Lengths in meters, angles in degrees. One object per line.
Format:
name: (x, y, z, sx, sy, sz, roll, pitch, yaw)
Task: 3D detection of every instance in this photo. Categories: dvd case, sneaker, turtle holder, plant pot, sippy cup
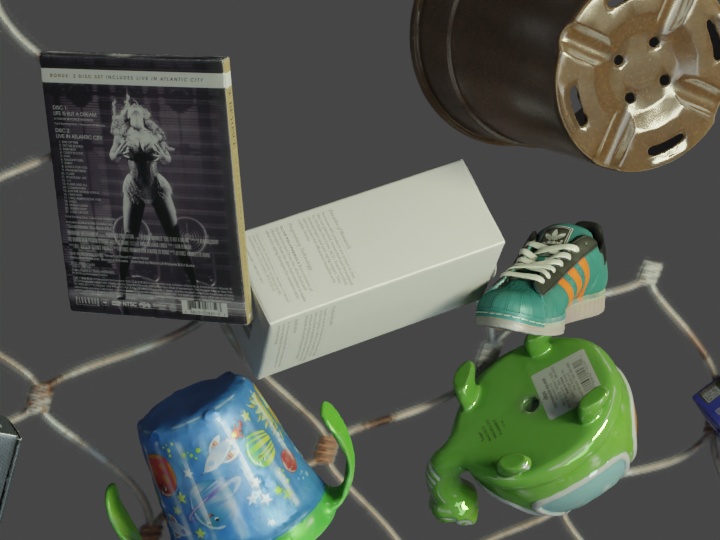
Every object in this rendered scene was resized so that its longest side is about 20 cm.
dvd case: (-0.156, -0.060, 1.422, 0.148, 0.016, 0.200, 4, 112, 21)
sneaker: (0.146, 0.003, 1.564, 0.200, 0.071, 0.080, -18, 114, -64)
turtle holder: (0.148, 0.148, 1.613, 0.186, 0.141, 0.132, -51, 136, -11)
plant pot: (0.166, -0.170, 1.481, 0.200, 0.198, 0.201, -7, 109, -21)
sippy cup: (-0.105, 0.155, 1.513, 0.178, 0.140, 0.130, -30, 106, -23)

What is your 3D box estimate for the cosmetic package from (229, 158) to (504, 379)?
cosmetic package: (0.000, 0.000, 1.502, 0.200, 0.085, 0.108, -20, 157, -19)

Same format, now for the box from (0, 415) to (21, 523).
box: (-0.353, 0.166, 1.357, 0.200, 0.051, 0.158, 12, 100, -28)

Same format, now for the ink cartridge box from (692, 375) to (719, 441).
ink cartridge box: (0.391, 0.136, 1.738, 0.136, 0.076, 0.200, -35, 113, 2)
